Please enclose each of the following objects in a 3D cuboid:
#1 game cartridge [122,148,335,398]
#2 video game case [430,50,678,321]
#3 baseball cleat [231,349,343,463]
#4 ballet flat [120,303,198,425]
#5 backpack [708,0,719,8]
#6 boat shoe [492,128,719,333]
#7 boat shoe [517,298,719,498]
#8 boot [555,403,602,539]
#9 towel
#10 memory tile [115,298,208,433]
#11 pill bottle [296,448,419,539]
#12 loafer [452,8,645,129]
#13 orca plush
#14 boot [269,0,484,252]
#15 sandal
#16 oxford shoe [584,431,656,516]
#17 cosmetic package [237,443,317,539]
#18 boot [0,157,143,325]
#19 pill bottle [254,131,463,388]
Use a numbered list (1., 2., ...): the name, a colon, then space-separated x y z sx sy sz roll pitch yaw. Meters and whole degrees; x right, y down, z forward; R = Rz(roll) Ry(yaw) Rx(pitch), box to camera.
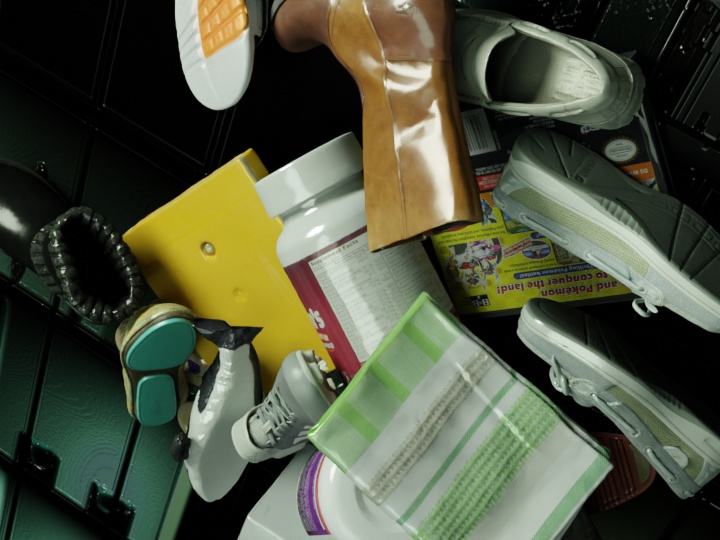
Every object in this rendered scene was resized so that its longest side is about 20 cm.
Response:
1. game cartridge: -0.100 0.014 1.050 0.175 0.032 0.201 -27 104 37
2. video game case: 0.137 -0.056 0.899 0.198 0.026 0.182 -9 111 32
3. baseball cleat: -0.059 0.122 0.976 0.106 0.200 0.070 -28 73 -3
4. ballet flat: -0.189 0.071 1.085 0.070 0.071 0.201 32 145 9
5. backpack: 0.292 -0.201 0.658 0.167 0.126 0.200 49 122 12
6. boat shoe: 0.184 -0.020 0.835 0.201 0.074 0.065 35 132 11
7. boat shoe: 0.194 0.096 0.893 0.201 0.075 0.065 35 109 -13
8. boot: 0.114 0.222 0.953 0.199 0.069 0.175 -33 71 14
9. towel: 0.078 0.133 0.880 0.200 0.150 0.031 41 164 -6
10. memory tile: -0.142 0.081 1.137 0.199 0.017 0.154 -32 98 37
11. pill bottle: 0.008 0.185 0.978 0.112 0.113 0.200 43 163 1
12. loafer: 0.099 -0.146 0.822 0.198 0.070 0.071 18 99 33
13. orca plush: -0.136 0.113 1.063 0.071 0.104 0.201 46 151 40
14. boot: 0.009 -0.115 0.854 0.187 0.068 0.203 -8 90 44
15. sandal: -0.103 -0.231 0.917 0.079 0.059 0.209 -6 92 41
16. oxford shoe: 0.157 0.183 1.008 0.198 0.075 0.071 -16 70 22
17. cosmetic package: -0.026 0.315 1.139 0.198 0.123 0.201 31 129 10
18. boot: -0.279 -0.033 1.064 0.211 0.080 0.158 40 169 -6
19. pill bottle: 0.000 0.000 0.947 0.109 0.109 0.202 -25 95 37
